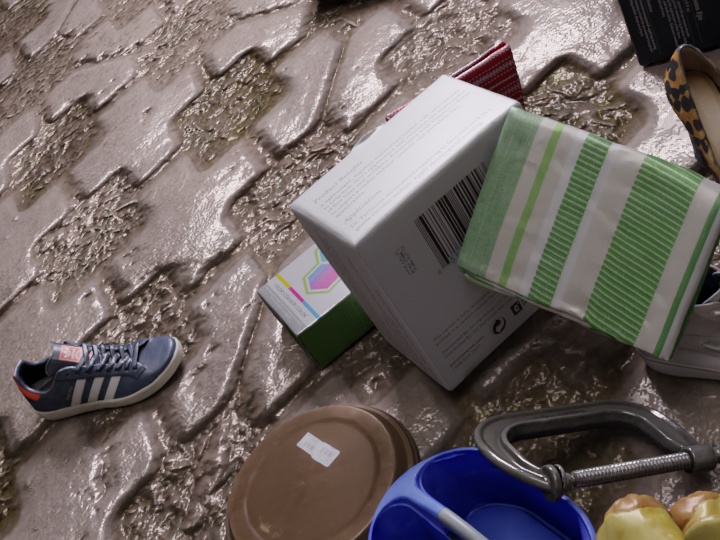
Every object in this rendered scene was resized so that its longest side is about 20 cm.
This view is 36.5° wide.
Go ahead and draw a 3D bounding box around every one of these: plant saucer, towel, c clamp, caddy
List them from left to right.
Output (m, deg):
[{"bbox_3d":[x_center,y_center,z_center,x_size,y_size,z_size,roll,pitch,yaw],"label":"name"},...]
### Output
[{"bbox_3d":[-0.041,0.200,0.999,0.200,0.029,0.200,-19,41,17],"label":"plant saucer"},{"bbox_3d":[0.106,-0.144,1.133,0.145,0.200,0.022,-33,63,-1],"label":"towel"},{"bbox_3d":[0.096,0.219,0.826,0.141,0.105,0.200,-45,41,-14],"label":"caddy"},{"bbox_3d":[0.186,-0.031,0.890,0.200,0.023,0.153,24,102,28],"label":"towel"},{"bbox_3d":[0.195,0.140,0.838,0.200,0.027,0.171,-3,23,-14],"label":"c clamp"}]

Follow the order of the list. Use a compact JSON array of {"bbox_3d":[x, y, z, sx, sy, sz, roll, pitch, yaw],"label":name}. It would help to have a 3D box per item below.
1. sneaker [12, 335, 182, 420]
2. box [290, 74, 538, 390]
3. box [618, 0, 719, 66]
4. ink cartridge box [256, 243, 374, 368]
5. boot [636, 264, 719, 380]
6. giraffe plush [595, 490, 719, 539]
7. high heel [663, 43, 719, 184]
[{"bbox_3d":[-0.298,0.107,1.219,0.200,0.085,0.075,-20,41,14],"label":"sneaker"},{"bbox_3d":[0.080,-0.037,1.018,0.199,0.200,0.131,-41,34,-9],"label":"box"},{"bbox_3d":[0.360,-0.344,1.157,0.182,0.200,0.104,-10,44,24],"label":"box"},{"bbox_3d":[0.000,0.000,1.151,0.200,0.059,0.104,-39,40,-7],"label":"ink cartridge box"},{"bbox_3d":[0.308,0.042,0.875,0.200,0.096,0.074,-1,49,33],"label":"boot"},{"bbox_3d":[0.240,0.198,0.667,0.172,0.162,0.200,2,48,-6],"label":"giraffe plush"},{"bbox_3d":[0.344,-0.117,0.978,0.071,0.143,0.200,-34,39,-2],"label":"high heel"}]
